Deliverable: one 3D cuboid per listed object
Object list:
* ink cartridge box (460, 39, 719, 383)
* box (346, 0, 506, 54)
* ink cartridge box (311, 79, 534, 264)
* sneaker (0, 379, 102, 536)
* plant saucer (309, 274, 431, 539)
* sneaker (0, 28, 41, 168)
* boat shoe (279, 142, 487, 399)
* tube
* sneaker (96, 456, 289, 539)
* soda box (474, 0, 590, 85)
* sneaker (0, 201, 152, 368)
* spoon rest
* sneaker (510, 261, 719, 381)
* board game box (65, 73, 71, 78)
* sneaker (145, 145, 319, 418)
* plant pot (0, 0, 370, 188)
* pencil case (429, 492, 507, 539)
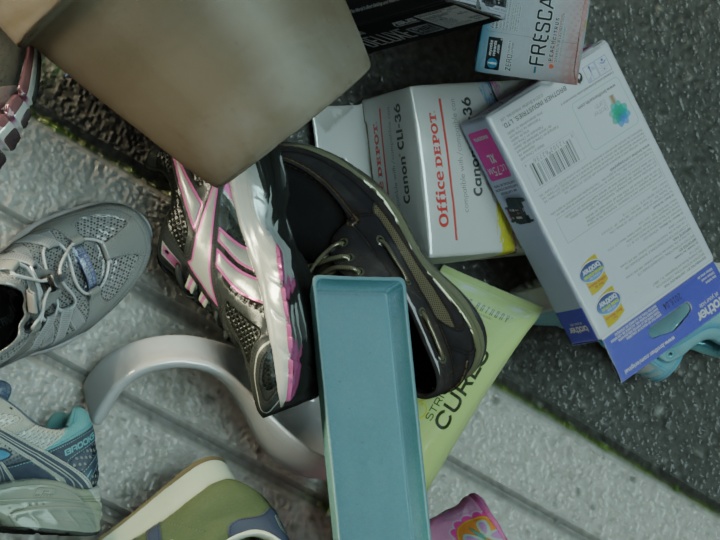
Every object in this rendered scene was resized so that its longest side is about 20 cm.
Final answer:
[{"bbox_3d":[0.160,-0.038,1.457,0.119,0.042,0.201,-32,97,-30],"label":"ink cartridge box"},{"bbox_3d":[0.018,-0.222,1.377,0.050,0.199,0.159,13,78,-36],"label":"box"},{"bbox_3d":[0.071,-0.065,1.470,0.199,0.067,0.117,-6,88,-32],"label":"ink cartridge box"},{"bbox_3d":[-0.240,0.105,1.263,0.199,0.077,0.087,12,76,-40],"label":"sneaker"},{"bbox_3d":[0.005,0.103,1.318,0.070,0.019,0.201,2,76,-35],"label":"plant saucer"},{"bbox_3d":[-0.263,-0.085,1.244,0.116,0.075,0.201,46,61,-46],"label":"sneaker"},{"bbox_3d":[0.000,0.000,1.389,0.200,0.075,0.073,44,29,-2],"label":"boat shoe"},{"bbox_3d":[0.043,0.090,1.445,0.058,0.052,0.201,40,66,-22],"label":"tube"},{"bbox_3d":[-0.123,0.200,1.293,0.200,0.090,0.067,-41,149,-24],"label":"sneaker"},{"bbox_3d":[0.111,-0.172,1.427,0.068,0.200,0.064,8,104,1],"label":"soda box"},{"bbox_3d":[-0.196,0.021,1.288,0.200,0.082,0.075,-35,103,-31],"label":"sneaker"},{"bbox_3d":[-0.070,0.083,1.361,0.199,0.100,0.061,13,120,-27],"label":"spoon rest"},{"bbox_3d":[0.195,0.038,1.532,0.199,0.074,0.083,-3,84,-30],"label":"sneaker"},{"bbox_3d":[-0.110,-0.212,1.383,0.134,0.034,0.202,7,81,-20],"label":"board game box"},{"bbox_3d":[-0.080,-0.001,1.344,0.080,0.086,0.201,41,34,-66],"label":"sneaker"},{"bbox_3d":[-0.092,-0.149,1.255,0.200,0.200,0.174,-41,98,-28],"label":"plant pot"},{"bbox_3d":[0.008,0.215,1.361,0.199,0.087,0.088,-22,96,-15],"label":"pencil case"}]
